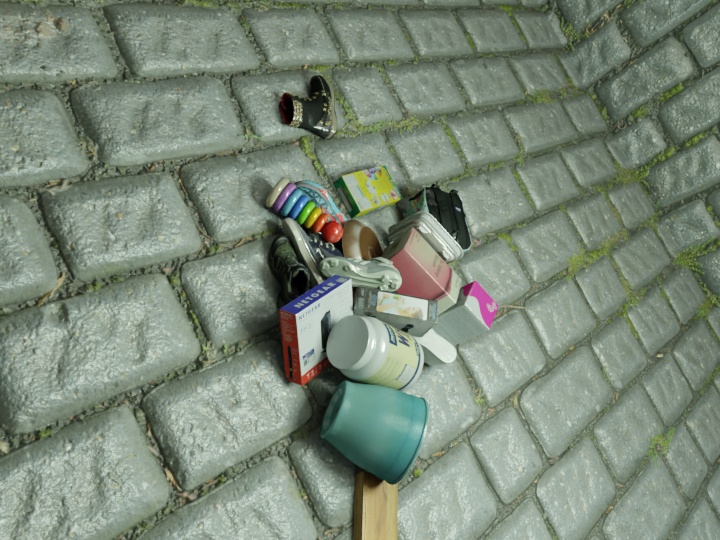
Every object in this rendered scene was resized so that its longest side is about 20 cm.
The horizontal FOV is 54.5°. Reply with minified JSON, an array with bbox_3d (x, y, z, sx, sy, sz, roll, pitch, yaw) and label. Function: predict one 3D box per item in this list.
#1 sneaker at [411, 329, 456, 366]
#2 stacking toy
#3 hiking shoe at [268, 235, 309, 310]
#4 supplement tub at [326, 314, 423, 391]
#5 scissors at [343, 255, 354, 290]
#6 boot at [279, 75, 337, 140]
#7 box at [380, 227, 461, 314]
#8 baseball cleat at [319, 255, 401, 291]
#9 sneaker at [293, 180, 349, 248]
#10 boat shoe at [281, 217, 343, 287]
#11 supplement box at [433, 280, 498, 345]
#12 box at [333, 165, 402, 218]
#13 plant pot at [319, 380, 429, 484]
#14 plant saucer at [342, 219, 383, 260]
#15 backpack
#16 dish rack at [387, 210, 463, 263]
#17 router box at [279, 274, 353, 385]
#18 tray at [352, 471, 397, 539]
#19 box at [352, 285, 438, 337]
[{"bbox_3d":[0.146,0.172,1.796,0.200,0.116,0.074,45,69,2],"label":"sneaker"},{"bbox_3d":[-0.128,-0.140,1.704,0.200,0.085,0.085,34,46,-2],"label":"stacking toy"},{"bbox_3d":[-0.153,0.001,1.621,0.076,0.101,0.200,3,65,-39],"label":"hiking shoe"},{"bbox_3d":[0.033,0.188,1.586,0.200,0.145,0.145,28,49,-45],"label":"supplement tub"},{"bbox_3d":[-0.033,-0.021,1.808,0.073,0.014,0.200,33,48,-21],"label":"scissors"},{"bbox_3d":[-0.147,-0.461,1.917,0.150,0.073,0.200,5,69,-40],"label":"boot"},{"bbox_3d":[0.151,0.012,1.800,0.200,0.109,0.128,46,30,-12],"label":"box"},{"bbox_3d":[0.000,0.000,1.677,0.200,0.070,0.107,18,26,-7],"label":"baseball cleat"},{"bbox_3d":[-0.104,-0.140,1.764,0.200,0.079,0.096,47,46,-10],"label":"sneaker"},{"bbox_3d":[-0.108,-0.051,1.697,0.093,0.075,0.200,-30,97,-23],"label":"boat shoe"},{"bbox_3d":[0.247,0.124,1.835,0.103,0.200,0.101,45,45,-12],"label":"supplement box"},{"bbox_3d":[0.027,-0.224,1.951,0.200,0.048,0.118,-22,82,-44],"label":"box"},{"bbox_3d":[0.021,0.336,1.530,0.188,0.200,0.200,26,50,-10],"label":"plant pot"},{"bbox_3d":[0.016,-0.038,1.786,0.200,0.037,0.201,45,38,-50],"label":"plant saucer"},{"bbox_3d":[0.221,-0.121,1.988,0.177,0.151,0.200,12,50,-36],"label":"backpack"},{"bbox_3d":[0.164,-0.066,1.880,0.172,0.200,0.044,47,58,-11],"label":"dish rack"},{"bbox_3d":[-0.093,0.130,1.568,0.200,0.049,0.180,-34,129,-46],"label":"router box"},{"bbox_3d":[0.034,0.549,1.523,0.099,0.037,0.200,23,52,-31],"label":"tray"},{"bbox_3d":[0.075,0.101,1.681,0.200,0.117,0.060,11,66,-9],"label":"box"}]
